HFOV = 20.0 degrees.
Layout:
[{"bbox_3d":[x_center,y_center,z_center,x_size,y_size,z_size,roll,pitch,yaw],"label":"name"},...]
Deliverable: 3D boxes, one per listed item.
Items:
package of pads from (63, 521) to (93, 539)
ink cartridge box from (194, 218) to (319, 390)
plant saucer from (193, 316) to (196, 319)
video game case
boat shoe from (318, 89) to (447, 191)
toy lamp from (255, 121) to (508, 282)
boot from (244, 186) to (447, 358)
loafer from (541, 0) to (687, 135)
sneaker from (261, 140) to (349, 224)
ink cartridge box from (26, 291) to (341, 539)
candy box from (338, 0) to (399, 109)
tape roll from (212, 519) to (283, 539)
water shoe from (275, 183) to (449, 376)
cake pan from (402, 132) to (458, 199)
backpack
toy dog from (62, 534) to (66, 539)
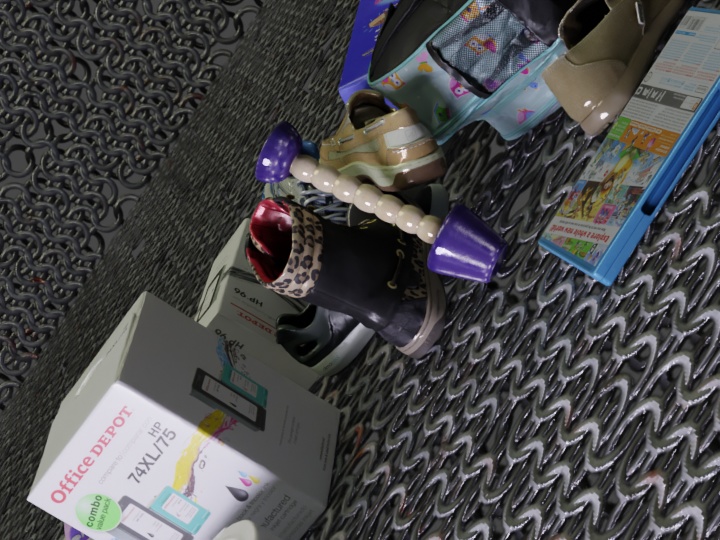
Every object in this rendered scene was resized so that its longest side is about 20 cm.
[{"bbox_3d":[-0.201,0.251,1.772,0.121,0.076,0.200,-44,46,44],"label":"package of pads"},{"bbox_3d":[-0.091,0.054,1.893,0.068,0.116,0.200,-51,15,33],"label":"ink cartridge box"},{"bbox_3d":[-0.124,0.057,2.080,0.200,0.029,0.200,-34,17,12],"label":"plant saucer"},{"bbox_3d":[0.198,-0.088,1.385,0.200,0.018,0.143,-57,14,3],"label":"video game case"},{"bbox_3d":[0.012,-0.112,1.667,0.072,0.076,0.200,-24,12,-20],"label":"boat shoe"},{"bbox_3d":[0.018,-0.049,1.564,0.058,0.200,0.058,-56,-14,-22],"label":"toy lamp"},{"bbox_3d":[-0.018,-0.022,1.642,0.073,0.150,0.200,-52,31,28],"label":"boot"},{"bbox_3d":[0.192,-0.188,1.514,0.076,0.067,0.200,-42,16,48],"label":"loafer"},{"bbox_3d":[-0.042,-0.053,1.911,0.200,0.077,0.085,-121,40,-48],"label":"sneaker"},{"bbox_3d":[-0.142,0.150,1.674,0.147,0.200,0.146,-51,15,26],"label":"ink cartridge box"},{"bbox_3d":[0.076,-0.221,1.887,0.169,0.077,0.200,-23,27,22],"label":"candy box"},{"bbox_3d":[-0.104,0.286,1.511,0.203,0.071,0.203,-54,13,19],"label":"tape roll"},{"bbox_3d":[0.000,0.000,1.767,0.200,0.079,0.072,-55,13,10],"label":"water shoe"},{"bbox_3d":[0.044,-0.120,1.973,0.200,0.037,0.200,-53,14,20],"label":"cake pan"},{"bbox_3d":[0.105,-0.197,1.670,0.200,0.153,0.176,-31,25,37],"label":"backpack"},{"bbox_3d":[-0.206,0.231,1.930,0.194,0.140,0.200,19,72,39],"label":"toy dog"}]
